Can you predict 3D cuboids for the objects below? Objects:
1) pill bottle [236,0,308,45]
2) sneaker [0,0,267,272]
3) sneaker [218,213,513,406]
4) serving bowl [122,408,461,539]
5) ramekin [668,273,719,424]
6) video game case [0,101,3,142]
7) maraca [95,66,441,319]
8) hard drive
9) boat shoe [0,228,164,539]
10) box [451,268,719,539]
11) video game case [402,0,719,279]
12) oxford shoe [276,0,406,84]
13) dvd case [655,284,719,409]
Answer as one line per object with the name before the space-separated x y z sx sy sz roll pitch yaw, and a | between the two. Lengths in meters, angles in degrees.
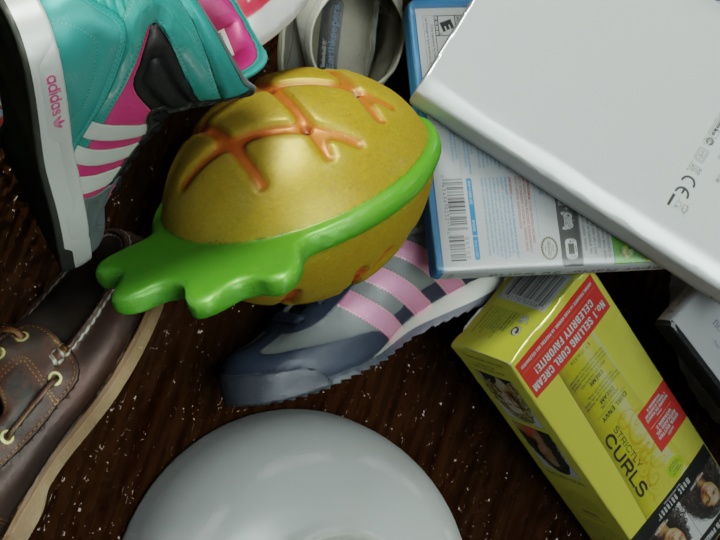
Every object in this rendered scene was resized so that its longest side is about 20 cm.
pill bottle | -0.118 -0.189 1.295 0.111 0.111 0.200 -39 108 -21
sneaker | -0.103 -0.081 1.239 0.120 0.200 0.084 -22 65 -14
sneaker | 0.000 0.000 1.383 0.200 0.070 0.082 -30 110 -32
serving bowl | -0.024 0.172 1.375 0.199 0.066 0.201 0 90 -27
ramekin | 0.264 0.018 1.498 0.199 0.105 0.201 0 91 -28
video game case | -0.200 -0.127 1.242 0.143 0.017 0.200 33 113 -24
maraca | -0.042 -0.031 1.294 0.200 0.137 0.107 -44 123 -45
hard drive | 0.141 -0.085 1.359 0.200 0.027 0.132 33 72 -3
boat shoe | -0.164 0.061 1.298 0.070 0.070 0.200 36 75 -27
box | 0.128 0.081 1.430 0.075 0.050 0.200 -48 127 -19
video game case | 0.126 -0.070 1.375 0.199 0.018 0.144 -3 76 -13
oxford shoe | -0.007 -0.175 1.383 0.075 0.058 0.201 2 89 -25
dvd case | 0.260 0.012 1.426 0.200 0.018 0.143 -46 109 -19
